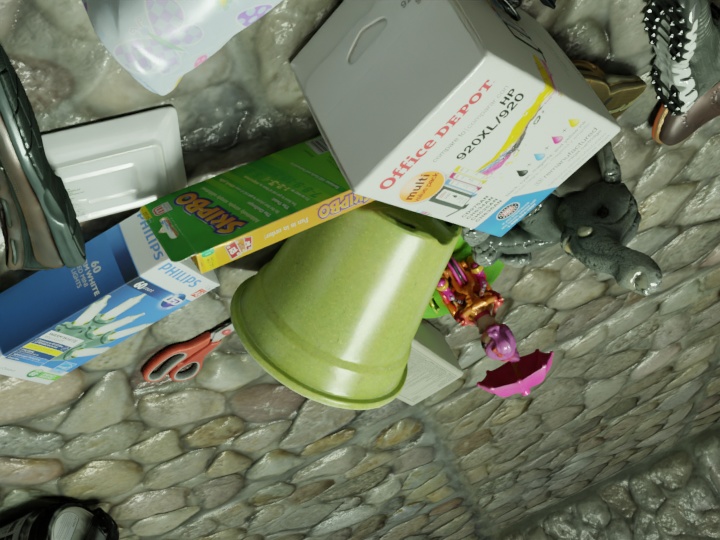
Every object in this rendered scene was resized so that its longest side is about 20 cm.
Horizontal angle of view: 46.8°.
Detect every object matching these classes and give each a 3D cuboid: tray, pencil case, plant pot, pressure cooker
[{"bbox_3d":[-0.239,-0.066,0.671,0.200,0.022,0.107,-17,150,-16],"label":"tray"},{"bbox_3d":[-0.079,-0.197,0.528,0.200,0.083,0.091,-34,153,13],"label":"pencil case"},{"bbox_3d":[0.000,0.000,0.816,0.200,0.200,0.184,4,128,-41],"label":"plant pot"},{"bbox_3d":[-0.420,0.416,1.137,0.200,0.176,0.179,-27,154,9],"label":"pressure cooker"}]

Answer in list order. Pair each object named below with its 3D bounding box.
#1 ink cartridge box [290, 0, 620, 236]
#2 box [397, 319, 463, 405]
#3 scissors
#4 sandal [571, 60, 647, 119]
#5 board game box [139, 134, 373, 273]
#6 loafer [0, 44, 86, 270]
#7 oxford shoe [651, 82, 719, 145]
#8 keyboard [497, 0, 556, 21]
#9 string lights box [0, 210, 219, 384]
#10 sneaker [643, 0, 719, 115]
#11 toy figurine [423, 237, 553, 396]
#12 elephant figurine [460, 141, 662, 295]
[{"bbox_3d":[0.077,-0.139,0.675,0.200,0.145,0.147,11,134,-47],"label":"ink cartridge box"},{"bbox_3d":[0.053,0.109,1.115,0.095,0.078,0.200,-33,150,11],"label":"box"},{"bbox_3d":[-0.168,0.074,0.953,0.200,0.014,0.073,-38,146,23],"label":"scissors"},{"bbox_3d":[0.216,-0.178,0.824,0.200,0.054,0.080,-16,158,-47],"label":"sandal"},{"bbox_3d":[-0.078,-0.061,0.704,0.200,0.096,0.030,-22,131,-20],"label":"board game box"},{"bbox_3d":[-0.251,-0.071,0.585,0.063,0.072,0.200,-15,136,-9],"label":"loafer"},{"bbox_3d":[0.404,-0.200,0.904,0.071,0.073,0.200,2,140,-41],"label":"oxford shoe"},{"bbox_3d":[0.093,-0.258,0.601,0.200,0.040,0.104,22,86,-50],"label":"keyboard"},{"bbox_3d":[-0.244,0.026,0.764,0.200,0.059,0.103,-29,160,7],"label":"string lights box"},{"bbox_3d":[0.332,-0.232,0.813,0.090,0.067,0.200,-33,153,7],"label":"sneaker"},{"bbox_3d":[0.155,0.061,1.002,0.150,0.184,0.200,-32,147,1],"label":"toy figurine"},{"bbox_3d":[0.208,-0.057,0.795,0.200,0.156,0.141,3,179,37],"label":"elephant figurine"}]
